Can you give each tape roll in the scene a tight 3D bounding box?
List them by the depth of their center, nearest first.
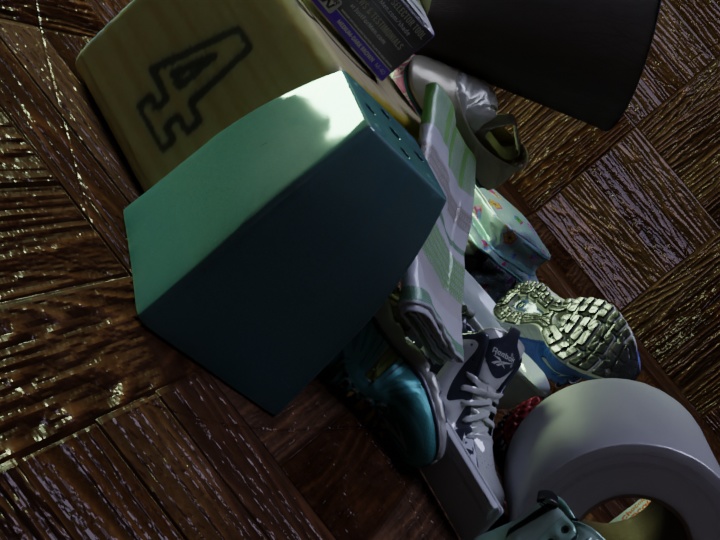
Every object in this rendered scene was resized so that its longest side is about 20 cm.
[{"bbox_3d":[0.232,0.217,1.079,0.203,0.202,0.139,47,14,-12],"label":"tape roll"}]

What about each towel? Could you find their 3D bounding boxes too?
[{"bbox_3d":[0.071,-0.035,1.008,0.149,0.030,0.202,55,39,-63],"label":"towel"}]

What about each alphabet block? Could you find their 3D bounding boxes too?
[{"bbox_3d":[-0.089,-0.142,1.026,0.201,0.196,0.195,57,17,26],"label":"alphabet block"}]

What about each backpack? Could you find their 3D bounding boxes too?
[{"bbox_3d":[0.158,-0.018,1.562,0.200,0.153,0.176,45,8,-44],"label":"backpack"}]

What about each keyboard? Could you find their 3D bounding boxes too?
[{"bbox_3d":[0.058,0.142,1.040,0.011,0.056,0.201,-5,51,-37],"label":"keyboard"}]

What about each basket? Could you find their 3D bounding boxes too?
[{"bbox_3d":[0.152,-0.235,1.088,0.198,0.182,0.136,11,21,-8],"label":"basket"}]

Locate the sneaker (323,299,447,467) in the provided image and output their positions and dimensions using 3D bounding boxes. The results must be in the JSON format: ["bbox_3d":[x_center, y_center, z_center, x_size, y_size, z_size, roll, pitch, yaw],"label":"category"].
[{"bbox_3d":[0.002,0.083,1.019,0.079,0.077,0.201,-25,80,-41],"label":"sneaker"}]

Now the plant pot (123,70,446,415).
[{"bbox_3d":[-0.046,-0.032,0.862,0.141,0.200,0.142,40,17,-35],"label":"plant pot"}]

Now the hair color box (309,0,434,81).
[{"bbox_3d":[-0.001,-0.247,1.036,0.109,0.065,0.200,46,13,-19],"label":"hair color box"}]

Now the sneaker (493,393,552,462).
[{"bbox_3d":[0.196,0.213,1.269,0.096,0.079,0.201,54,20,-22],"label":"sneaker"}]

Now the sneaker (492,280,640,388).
[{"bbox_3d":[0.218,0.075,1.206,0.089,0.078,0.200,52,-10,-28],"label":"sneaker"}]

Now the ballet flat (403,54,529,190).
[{"bbox_3d":[0.106,-0.141,1.102,0.200,0.069,0.070,41,15,-55],"label":"ballet flat"}]

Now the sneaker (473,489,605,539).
[{"bbox_3d":[0.137,0.247,0.881,0.074,0.118,0.201,44,16,-26],"label":"sneaker"}]

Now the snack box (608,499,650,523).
[{"bbox_3d":[0.343,0.333,1.295,0.200,0.116,0.037,45,15,-20],"label":"snack box"}]

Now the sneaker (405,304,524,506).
[{"bbox_3d":[0.109,0.116,1.103,0.079,0.129,0.200,34,21,-41],"label":"sneaker"}]

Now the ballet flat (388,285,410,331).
[{"bbox_3d":[0.000,0.000,1.128,0.067,0.046,0.200,40,0,-33],"label":"ballet flat"}]

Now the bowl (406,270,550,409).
[{"bbox_3d":[0.105,0.076,1.263,0.201,0.090,0.201,47,12,-13],"label":"bowl"}]

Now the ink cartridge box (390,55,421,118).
[{"bbox_3d":[-0.018,-0.136,1.151,0.042,0.198,0.120,42,43,-44],"label":"ink cartridge box"}]
